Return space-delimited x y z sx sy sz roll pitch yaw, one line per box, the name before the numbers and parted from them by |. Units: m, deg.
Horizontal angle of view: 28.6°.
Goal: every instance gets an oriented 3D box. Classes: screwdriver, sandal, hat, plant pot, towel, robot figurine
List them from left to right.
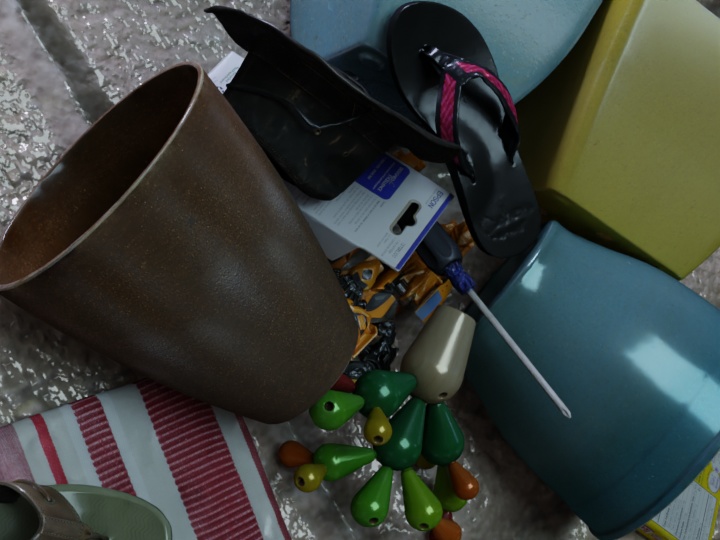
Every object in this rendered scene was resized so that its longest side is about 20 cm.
sandal | -0.206 0.153 0.808 0.201 0.057 0.080 13 72 -17
towel | -0.147 0.148 0.907 0.200 0.023 0.144 -17 83 -41
plant pot | -0.100 0.002 0.906 0.200 0.187 0.187 44 52 -24
hat | -0.035 -0.097 0.947 0.200 0.201 0.081 31 89 -25
robot figurine | 0.000 0.000 1.050 0.145 0.058 0.200 50 51 -8
plant pot | 0.058 -0.211 1.099 0.196 0.196 0.200 32 71 -24
sandal | 0.083 -0.102 1.003 0.075 0.045 0.200 -29 104 -15
screwdriver | 0.088 0.025 1.002 0.028 0.029 0.200 -31 62 -15
plant pot | 0.173 0.070 1.080 0.188 0.200 0.200 39 53 -2
plant pot | 0.217 -0.099 1.146 0.200 0.200 0.177 33 80 -16

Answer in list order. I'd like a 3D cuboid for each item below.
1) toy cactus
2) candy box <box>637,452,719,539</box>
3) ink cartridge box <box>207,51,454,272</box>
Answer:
toy cactus | 0.031 0.105 1.000 0.200 0.102 0.165 37 72 -37
candy box | 0.279 0.146 1.228 0.102 0.026 0.200 36 55 -18
ink cartridge box | -0.039 -0.073 1.016 0.200 0.037 0.095 32 49 7
